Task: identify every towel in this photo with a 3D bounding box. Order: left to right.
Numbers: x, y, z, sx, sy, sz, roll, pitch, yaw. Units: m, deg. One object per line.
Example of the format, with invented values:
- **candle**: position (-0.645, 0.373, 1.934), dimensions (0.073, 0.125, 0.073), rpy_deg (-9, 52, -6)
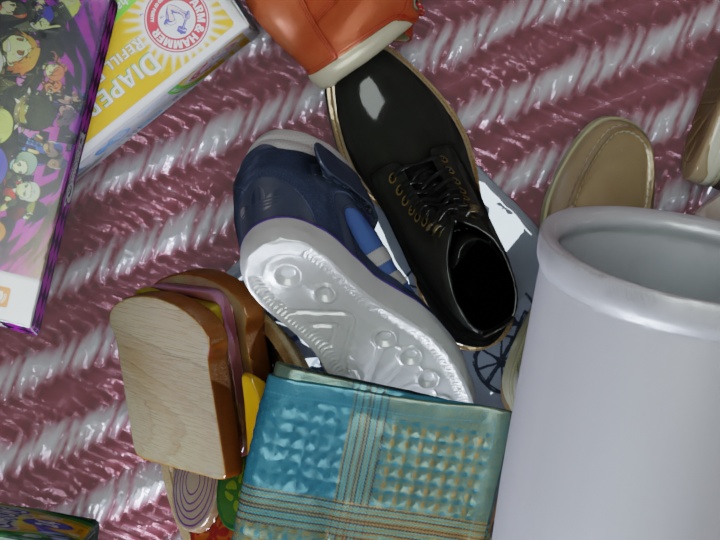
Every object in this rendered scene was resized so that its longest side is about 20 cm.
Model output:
- **towel**: position (-0.002, 0.160, 1.558), dimensions (0.146, 0.022, 0.201), rpy_deg (12, 100, -5)

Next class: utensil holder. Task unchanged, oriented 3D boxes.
- **utensil holder**: position (0.163, 0.084, 1.503), dimensions (0.169, 0.170, 0.201), rpy_deg (11, 108, 1)

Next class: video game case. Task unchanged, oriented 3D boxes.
- **video game case**: position (-0.249, -0.080, 1.567), dimensions (0.180, 0.036, 0.201), rpy_deg (13, 83, 3)

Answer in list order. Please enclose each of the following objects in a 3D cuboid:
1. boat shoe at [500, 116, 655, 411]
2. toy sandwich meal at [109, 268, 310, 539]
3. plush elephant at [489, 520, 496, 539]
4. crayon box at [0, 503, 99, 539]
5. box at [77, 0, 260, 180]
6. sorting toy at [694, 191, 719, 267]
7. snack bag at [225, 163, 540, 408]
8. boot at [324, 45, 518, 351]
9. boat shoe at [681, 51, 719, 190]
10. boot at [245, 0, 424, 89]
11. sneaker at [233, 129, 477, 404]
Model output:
- **boat shoe**: position (0.141, 0.000, 1.652), dimensions (0.072, 0.065, 0.201), rpy_deg (22, 77, -15)
- **toy sandwich meal**: position (-0.089, 0.102, 1.624), dimensions (0.070, 0.205, 0.207), rpy_deg (-6, 93, -34)
- **plush elephant**: position (0.090, 0.222, 1.638), dimensions (0.154, 0.165, 0.201), rpy_deg (-3, 64, -12)
- **crayon box**: position (-0.265, 0.166, 1.655), dimensions (0.199, 0.126, 0.052), rpy_deg (8, 92, 1)
- **box**: position (-0.169, -0.124, 1.648), dimensions (0.200, 0.112, 0.102), rpy_deg (-38, 91, 1)
- **sorting toy**: position (0.281, -0.001, 1.614), dimensions (0.180, 0.107, 0.200), rpy_deg (47, 57, -10)
- **snack bag**: position (0.026, 0.020, 1.695), dimensions (0.189, 0.021, 0.200), rpy_deg (45, 88, 0)
- **boot**: position (0.044, -0.050, 1.617), dimensions (0.077, 0.138, 0.201), rpy_deg (-29, 89, -3)
- **boat shoe**: position (0.260, -0.137, 1.663), dimensions (0.065, 0.072, 0.201), rpy_deg (24, 90, -11)
- **boot**: position (0.014, -0.197, 1.648), dimensions (0.200, 0.075, 0.107), rpy_deg (-43, 104, -22)
- **sneaker**: position (0.000, 0.000, 1.631), dimensions (0.080, 0.147, 0.200), rpy_deg (-32, 121, 22)
